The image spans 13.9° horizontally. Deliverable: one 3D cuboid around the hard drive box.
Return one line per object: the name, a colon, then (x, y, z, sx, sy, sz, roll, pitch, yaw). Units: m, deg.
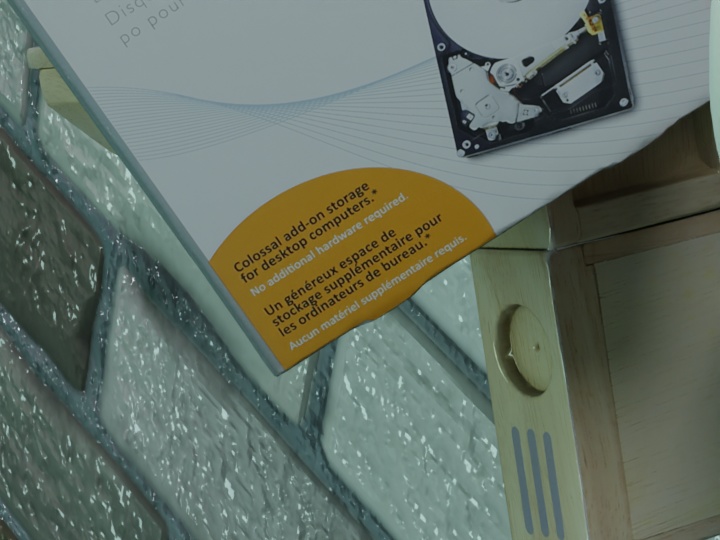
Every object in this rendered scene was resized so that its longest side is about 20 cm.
hard drive box: (-0.016, -0.099, 0.781, 0.200, 0.156, 0.077, 55, -175, -24)

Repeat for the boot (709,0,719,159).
boot: (0.123, -0.041, 0.769, 0.144, 0.072, 0.201, -94, -7, -63)

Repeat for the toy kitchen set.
toy kitchen set: (0.000, 0.000, 0.943, 0.200, 0.163, 0.181, 3, 104, 58)
